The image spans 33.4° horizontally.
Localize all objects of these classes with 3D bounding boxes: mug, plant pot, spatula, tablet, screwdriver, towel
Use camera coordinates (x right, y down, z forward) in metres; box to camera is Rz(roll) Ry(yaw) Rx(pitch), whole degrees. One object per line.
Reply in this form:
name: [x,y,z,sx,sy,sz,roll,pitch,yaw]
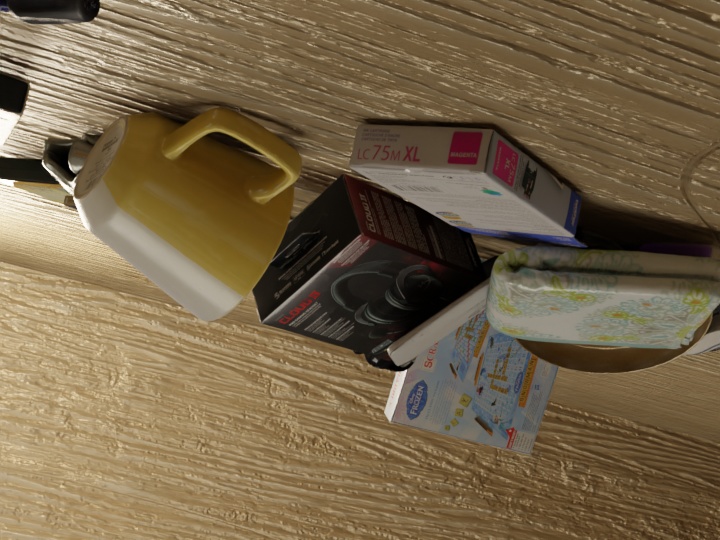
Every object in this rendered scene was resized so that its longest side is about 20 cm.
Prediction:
mug: [-0.150,-0.072,1.030,0.153,0.187,0.150,32,-165,-26]
plant pot: [0.242,0.036,1.177,0.198,0.028,0.201,5,143,4]
spatula: [0.212,-0.024,1.078,0.198,0.021,0.057,15,146,14]
tablet: [0.113,0.031,1.175,0.014,0.199,0.130,56,179,10]
screwdriver: [-0.247,-0.175,0.768,0.198,0.028,0.029,10,-159,30]
towel: [0.212,0.023,1.062,0.198,0.049,0.171,3,161,4]

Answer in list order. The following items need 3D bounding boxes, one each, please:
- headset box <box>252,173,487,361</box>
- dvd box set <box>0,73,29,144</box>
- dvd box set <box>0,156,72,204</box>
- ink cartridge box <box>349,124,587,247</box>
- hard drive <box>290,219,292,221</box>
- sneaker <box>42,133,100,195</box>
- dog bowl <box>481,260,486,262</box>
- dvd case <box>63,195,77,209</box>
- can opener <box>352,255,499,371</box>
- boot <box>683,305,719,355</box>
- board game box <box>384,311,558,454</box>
headset box: [0.000,0.000,1.155,0.199,0.078,0.149,19,131,-43]
dvd box set: [-0.364,-0.152,1.019,0.145,0.030,0.200,16,173,-19]
dvd box set: [-0.321,-0.091,1.438,0.145,0.030,0.199,7,171,35]
ink cartridge box: [0.093,-0.064,0.940,0.118,0.042,0.200,7,168,34]
hard drive: [-0.178,-0.071,1.372,0.131,0.026,0.199,5,169,45]
sneaker: [-0.230,-0.092,1.158,0.198,0.076,0.092,4,162,34]
dog bowl: [0.175,0.029,1.421,0.199,0.050,0.111,16,172,-34]
dvd case: [-0.220,-0.057,1.365,0.199,0.016,0.148,3,169,40]
can opener: [0.082,0.042,1.297,0.199,0.079,0.063,-31,164,-12]
boot: [0.384,0.059,1.212,0.090,0.073,0.200,19,171,-6]
board game box: [0.152,0.116,1.523,0.198,0.202,0.041,15,-172,-15]
